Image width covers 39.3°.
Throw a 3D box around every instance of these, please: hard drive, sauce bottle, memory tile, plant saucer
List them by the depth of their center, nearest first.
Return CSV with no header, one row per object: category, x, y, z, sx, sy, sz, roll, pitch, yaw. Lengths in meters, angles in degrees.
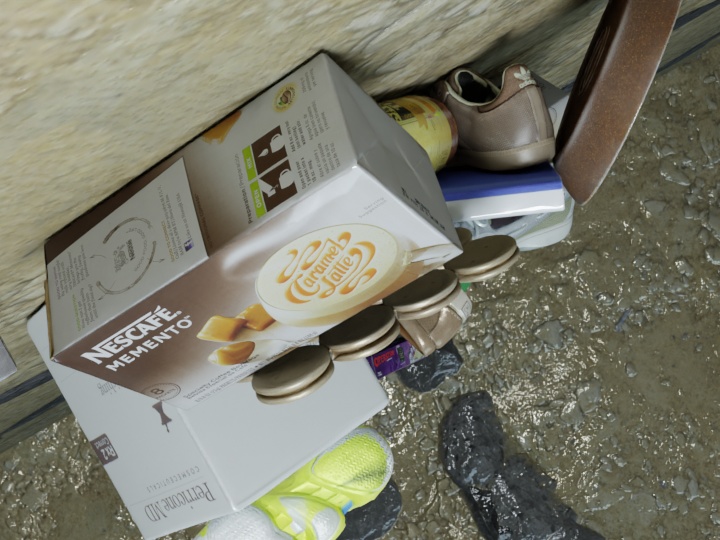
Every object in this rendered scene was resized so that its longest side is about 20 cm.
memory tile,-0.004,0.021,0.662,0.199,0.017,0.153,-30,-159,-23
sauce bottle,0.001,-0.078,0.683,0.066,0.066,0.200,-30,179,32
plant saucer,0.183,-0.147,0.735,0.200,0.034,0.201,20,90,-87
hard drive,0.047,-0.057,0.768,0.199,0.026,0.132,-6,-167,6

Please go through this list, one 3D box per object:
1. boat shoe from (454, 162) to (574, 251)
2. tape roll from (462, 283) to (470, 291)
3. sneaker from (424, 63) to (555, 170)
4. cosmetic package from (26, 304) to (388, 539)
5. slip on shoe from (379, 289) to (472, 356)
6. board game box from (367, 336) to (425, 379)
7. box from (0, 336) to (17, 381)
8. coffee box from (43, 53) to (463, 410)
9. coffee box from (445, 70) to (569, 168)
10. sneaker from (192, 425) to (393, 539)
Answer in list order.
boat shoe,0.107,-0.046,0.848,0.201,0.074,0.065,-15,130,-33
tape roll,0.046,-0.032,1.017,0.200,0.201,0.048,-29,-137,-19
sneaker,0.079,-0.122,0.799,0.070,0.076,0.200,-19,-164,-31
cosmetic package,-0.120,0.072,0.781,0.165,0.201,0.165,-29,178,-39
slip on shoe,0.000,0.000,0.871,0.061,0.200,0.076,-51,166,-15
board game box,-0.045,0.101,1.029,0.199,0.033,0.120,-12,177,28
box,-0.334,0.104,0.616,0.158,0.049,0.200,-30,179,38
coffee box,-0.062,-0.012,0.550,0.199,0.080,0.114,-30,145,19
coffee box,0.099,-0.082,0.927,0.199,0.113,0.080,-34,-135,-11
sneaker,-0.062,0.199,0.816,0.199,0.076,0.105,-32,180,-12
